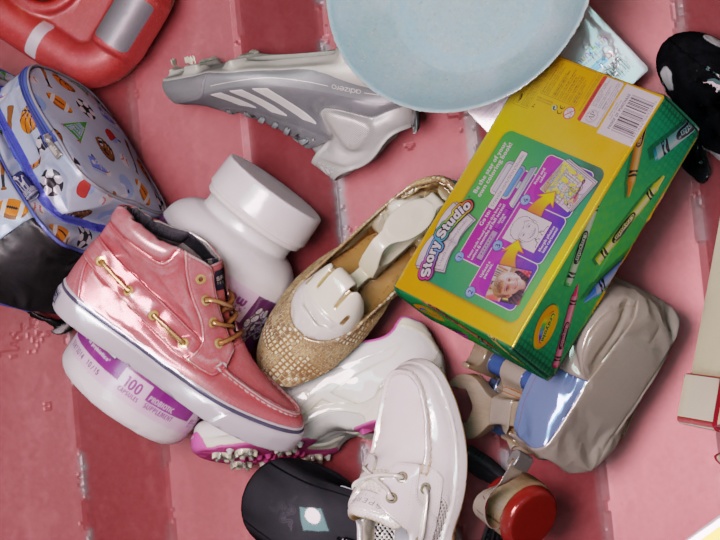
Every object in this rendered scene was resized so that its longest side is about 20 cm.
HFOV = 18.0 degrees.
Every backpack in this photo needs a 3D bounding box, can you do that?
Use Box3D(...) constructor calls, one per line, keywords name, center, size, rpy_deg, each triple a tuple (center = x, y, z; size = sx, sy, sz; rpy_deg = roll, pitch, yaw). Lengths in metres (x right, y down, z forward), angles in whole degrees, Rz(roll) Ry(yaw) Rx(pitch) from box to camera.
Box3D(name="backpack", center=(-0.251, -0.068, 1.676), size=(0.154, 0.200, 0.191), rpy_deg=(-43, 69, 5))

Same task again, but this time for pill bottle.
Box3D(name="pill bottle", center=(-0.119, 0.019, 1.663), size=(0.112, 0.112, 0.200), rpy_deg=(38, 98, 16))

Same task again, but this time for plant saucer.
Box3D(name="plant saucer", center=(0.074, -0.201, 1.590), size=(0.201, 0.039, 0.201), rpy_deg=(-6, 74, 23))

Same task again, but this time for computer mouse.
Box3D(name="computer mouse", center=(0.022, 0.173, 1.620), size=(0.200, 0.046, 0.141), rpy_deg=(30, 94, 0))

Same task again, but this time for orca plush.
Box3D(name="orca plush", center=(0.270, -0.087, 1.572), size=(0.105, 0.071, 0.200), rpy_deg=(-26, 79, 14))

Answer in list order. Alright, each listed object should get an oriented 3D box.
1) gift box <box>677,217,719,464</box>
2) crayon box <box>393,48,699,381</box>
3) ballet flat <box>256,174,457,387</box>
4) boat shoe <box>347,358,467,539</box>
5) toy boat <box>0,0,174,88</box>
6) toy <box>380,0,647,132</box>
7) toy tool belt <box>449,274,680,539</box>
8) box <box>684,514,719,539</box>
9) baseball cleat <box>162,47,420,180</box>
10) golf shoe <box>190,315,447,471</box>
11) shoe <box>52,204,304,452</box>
Box3D(name="gift box", center=(0.316, 0.050, 1.457), size=(0.184, 0.200, 0.187), rpy_deg=(11, 89, -10))
Box3D(name="crayon box", center=(0.125, -0.040, 1.541), size=(0.119, 0.058, 0.200), rpy_deg=(27, 84, 43))
Box3D(name="ballet flat", center=(0.000, 0.000, 1.618), size=(0.070, 0.065, 0.200), rpy_deg=(41, 76, 14))
Box3D(name="boat shoe", center=(0.026, 0.160, 1.557), size=(0.071, 0.069, 0.200), rpy_deg=(-2, 88, 52))
Box3D(name="toy boat", center=(-0.244, -0.230, 1.707), size=(0.200, 0.131, 0.131), rpy_deg=(33, 96, 16))
Box3D(name="toy", center=(0.099, -0.176, 1.644), size=(0.115, 0.047, 0.200), rpy_deg=(-43, 81, 6))
Box3D(name="toy tool belt", center=(0.125, 0.083, 1.596), size=(0.123, 0.125, 0.200), rpy_deg=(34, 94, 48))
Box3D(name="box", center=(0.214, 0.253, 1.546), size=(0.200, 0.112, 0.101), rpy_deg=(-38, 76, 13))
Box3D(name="baseball cleat", center=(-0.053, -0.115, 1.675), size=(0.200, 0.070, 0.107), rpy_deg=(-3, 103, 27))
Box3D(name="golf shoe", center=(-0.029, 0.091, 1.660), size=(0.200, 0.075, 0.092), rpy_deg=(-12, 71, 10))
Box3D(name="shoe", center=(-0.108, 0.039, 1.574), size=(0.200, 0.071, 0.091), rpy_deg=(34, 104, -4))
